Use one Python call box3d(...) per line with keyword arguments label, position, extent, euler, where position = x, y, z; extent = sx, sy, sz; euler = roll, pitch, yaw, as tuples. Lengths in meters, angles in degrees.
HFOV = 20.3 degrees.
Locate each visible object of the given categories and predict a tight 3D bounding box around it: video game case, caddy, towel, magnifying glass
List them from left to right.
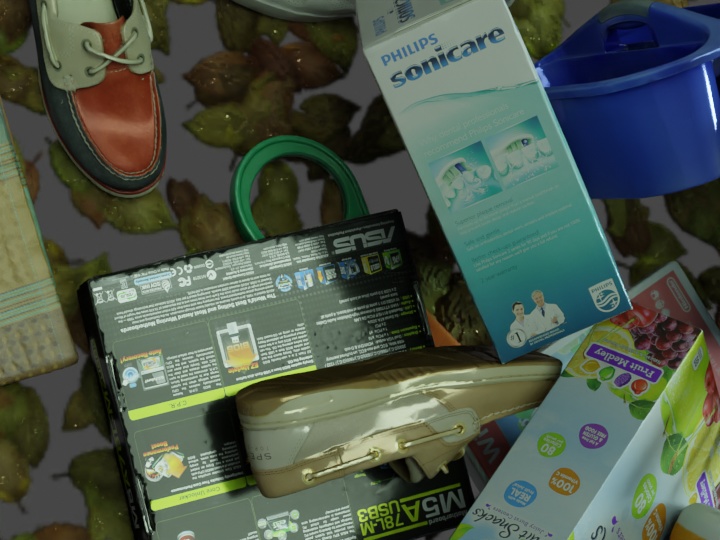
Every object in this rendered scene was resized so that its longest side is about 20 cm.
box3d(label="towel", position=(-0.256, -0.022, 1.145), extent=(0.146, 0.022, 0.201), euler=(-17, 85, -22))
box3d(label="magnifying glass", position=(0.000, 0.000, 1.235), extent=(0.200, 0.022, 0.080), euler=(45, 68, -3))
box3d(label="video game case", position=(0.163, 0.103, 1.270), extent=(0.199, 0.017, 0.144), euler=(-32, 90, -23))
box3d(label="caddy", position=(0.180, -0.117, 1.239), extent=(0.141, 0.200, 0.106), euler=(-27, 104, -26))

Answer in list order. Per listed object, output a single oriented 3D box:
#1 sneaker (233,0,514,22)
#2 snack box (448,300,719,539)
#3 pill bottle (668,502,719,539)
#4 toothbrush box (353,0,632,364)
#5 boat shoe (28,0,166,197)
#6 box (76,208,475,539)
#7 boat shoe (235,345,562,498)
box3d(label="sneaker", position=(0.013, -0.197, 1.235), extent=(0.198, 0.116, 0.074), euler=(4, 77, -18))
box3d(label="snack box", position=(0.135, 0.145, 1.153), extent=(0.067, 0.169, 0.200), euler=(23, 65, 33))
box3d(label="pill bottle", position=(0.197, 0.243, 1.133), extent=(0.116, 0.116, 0.201), euler=(23, 90, -13))
box3d(label="toothbrush box", position=(0.072, -0.071, 1.150), extent=(0.085, 0.147, 0.201), euler=(-24, 108, 6))
box3d(label="boat shoe", position=(-0.156, -0.143, 1.188), extent=(0.071, 0.063, 0.201), euler=(-12, 83, -24))
box3d(label="box", position=(-0.047, 0.078, 1.173), extent=(0.199, 0.047, 0.195), euler=(-14, 88, -19))
box3d(label="boat shoe", position=(0.024, 0.086, 1.140), extent=(0.199, 0.074, 0.070), euler=(-8, 99, -23))
